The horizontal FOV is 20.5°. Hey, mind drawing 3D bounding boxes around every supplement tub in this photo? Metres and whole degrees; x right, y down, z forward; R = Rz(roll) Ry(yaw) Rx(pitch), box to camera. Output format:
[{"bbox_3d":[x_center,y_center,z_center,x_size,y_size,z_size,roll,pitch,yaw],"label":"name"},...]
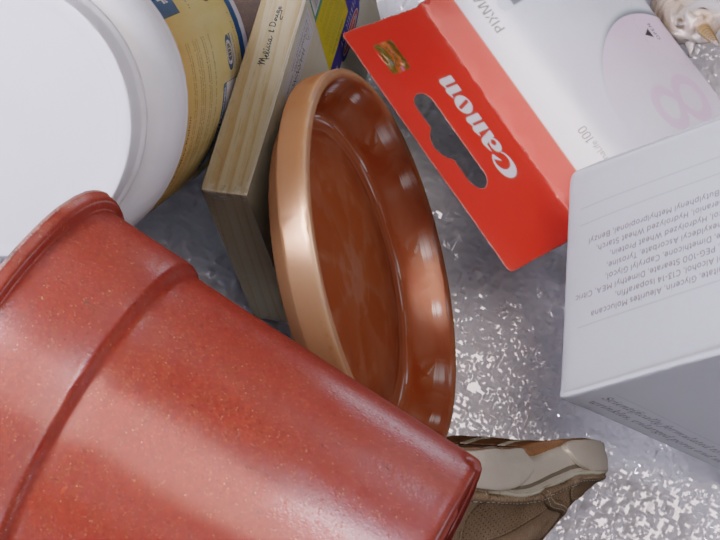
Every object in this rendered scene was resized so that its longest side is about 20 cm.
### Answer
[{"bbox_3d":[-0.140,-0.087,0.943,0.144,0.200,0.145,2,104,9],"label":"supplement tub"}]

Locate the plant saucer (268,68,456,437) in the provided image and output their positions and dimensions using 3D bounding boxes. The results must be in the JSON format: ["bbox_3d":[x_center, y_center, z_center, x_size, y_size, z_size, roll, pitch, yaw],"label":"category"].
[{"bbox_3d":[0.000,0.000,0.995,0.032,0.200,0.201,-12,67,19],"label":"plant saucer"}]

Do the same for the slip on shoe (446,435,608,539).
[{"bbox_3d":[0.070,0.113,0.976,0.076,0.200,0.061,-1,87,21],"label":"slip on shoe"}]

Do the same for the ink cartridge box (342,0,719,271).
[{"bbox_3d":[0.107,-0.102,1.101,0.200,0.057,0.163,-24,76,-51],"label":"ink cartridge box"}]

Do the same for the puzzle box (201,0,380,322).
[{"bbox_3d":[-0.032,-0.090,1.039,0.025,0.133,0.200,8,62,15],"label":"puzzle box"}]

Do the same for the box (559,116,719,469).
[{"bbox_3d":[0.238,0.016,1.008,0.199,0.200,0.131,26,59,-36],"label":"box"}]

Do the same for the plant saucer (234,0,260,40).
[{"bbox_3d":[-0.116,-0.181,1.105,0.200,0.032,0.201,7,66,-16],"label":"plant saucer"}]

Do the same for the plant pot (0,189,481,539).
[{"bbox_3d":[-0.068,0.100,0.811,0.195,0.201,0.201,27,62,8],"label":"plant pot"}]

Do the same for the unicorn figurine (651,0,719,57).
[{"bbox_3d":[0.217,-0.207,1.210,0.137,0.074,0.200,-21,61,-15],"label":"unicorn figurine"}]
